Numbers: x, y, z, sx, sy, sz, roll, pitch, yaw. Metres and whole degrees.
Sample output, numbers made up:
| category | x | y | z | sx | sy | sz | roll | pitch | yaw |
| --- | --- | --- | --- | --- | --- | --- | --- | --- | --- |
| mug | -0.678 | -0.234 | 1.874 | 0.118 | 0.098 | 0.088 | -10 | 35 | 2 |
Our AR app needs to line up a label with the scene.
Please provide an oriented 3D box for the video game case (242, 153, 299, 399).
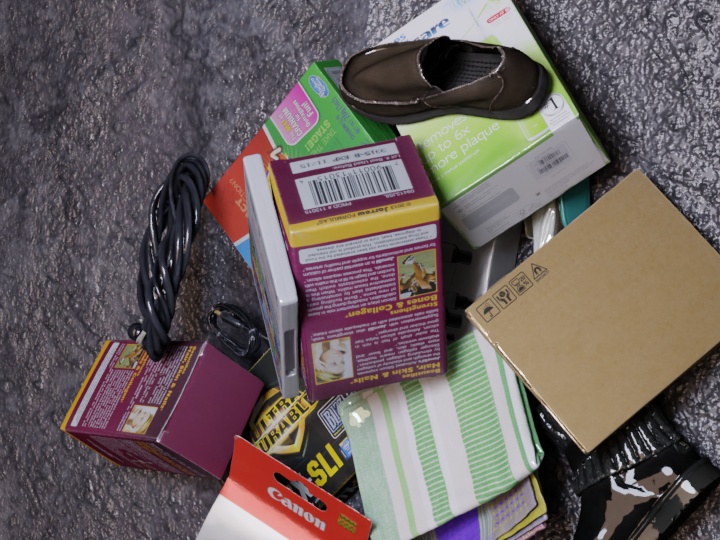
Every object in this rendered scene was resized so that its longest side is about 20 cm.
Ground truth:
| category | x | y | z | sx | sy | sz | roll | pitch | yaw |
| --- | --- | --- | --- | --- | --- | --- | --- | --- | --- |
| video game case | -0.078 | 0.010 | 1.342 | 0.018 | 0.200 | 0.144 | -12 | 64 | -8 |

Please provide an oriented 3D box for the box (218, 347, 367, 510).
| category | x | y | z | sx | sy | sz | roll | pitch | yaw |
| --- | --- | --- | --- | --- | --- | --- | --- | --- | --- |
| box | -0.061 | 0.162 | 1.520 | 0.200 | 0.049 | 0.160 | -46 | 67 | 22 |

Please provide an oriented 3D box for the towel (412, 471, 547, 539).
| category | x | y | z | sx | sy | sz | roll | pitch | yaw |
| --- | --- | --- | --- | --- | --- | --- | --- | --- | --- |
| towel | 0.093 | 0.199 | 1.393 | 0.200 | 0.023 | 0.145 | -39 | 51 | 40 |

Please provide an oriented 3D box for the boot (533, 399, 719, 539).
| category | x | y | z | sx | sy | sz | roll | pitch | yaw |
| --- | --- | --- | --- | --- | --- | --- | --- | --- | --- |
| boot | 0.197 | 0.189 | 1.330 | 0.158 | 0.079 | 0.211 | 46 | 103 | 21 |

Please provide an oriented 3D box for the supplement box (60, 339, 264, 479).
| category | x | y | z | sx | sy | sz | roll | pitch | yaw |
| --- | --- | --- | --- | --- | --- | --- | --- | --- | --- |
| supplement box | -0.201 | 0.137 | 1.534 | 0.199 | 0.086 | 0.111 | -2 | 57 | 51 |

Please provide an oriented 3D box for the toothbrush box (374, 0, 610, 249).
| category | x | y | z | sx | sy | sz | roll | pitch | yaw |
| --- | --- | --- | --- | --- | --- | --- | --- | --- | --- |
| toothbrush box | 0.109 | -0.145 | 1.353 | 0.145 | 0.086 | 0.201 | -32 | 52 | 12 |

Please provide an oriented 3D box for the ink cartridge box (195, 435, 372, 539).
| category | x | y | z | sx | sy | sz | roll | pitch | yaw |
| --- | --- | --- | --- | --- | --- | --- | --- | --- | --- |
| ink cartridge box | -0.080 | 0.272 | 1.455 | 0.162 | 0.050 | 0.201 | 30 | 137 | 17 |

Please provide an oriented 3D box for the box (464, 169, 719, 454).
| category | x | y | z | sx | sy | sz | roll | pitch | yaw |
| --- | --- | --- | --- | --- | --- | --- | --- | --- | --- |
| box | 0.215 | 0.034 | 1.299 | 0.200 | 0.021 | 0.164 | -39 | 73 | -6 |

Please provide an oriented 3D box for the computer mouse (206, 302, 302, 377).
| category | x | y | z | sx | sy | sz | roll | pitch | yaw |
| --- | --- | --- | --- | --- | --- | --- | --- | --- | --- |
| computer mouse | -0.077 | 0.070 | 1.487 | 0.199 | 0.034 | 0.059 | 14 | 95 | 32 |

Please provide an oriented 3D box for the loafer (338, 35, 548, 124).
| category | x | y | z | sx | sy | sz | roll | pitch | yaw |
| --- | --- | --- | --- | --- | --- | --- | --- | --- | --- |
| loafer | 0.061 | -0.173 | 1.295 | 0.199 | 0.071 | 0.074 | 2 | 66 | 32 |

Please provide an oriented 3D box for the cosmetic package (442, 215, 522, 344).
| category | x | y | z | sx | sy | sz | roll | pitch | yaw |
| --- | --- | --- | --- | --- | --- | --- | --- | --- | --- |
| cosmetic package | 0.102 | -0.025 | 1.421 | 0.082 | 0.051 | 0.202 | 11 | 94 | 32 |

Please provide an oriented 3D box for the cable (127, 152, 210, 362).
| category | x | y | z | sx | sy | sz | roll | pitch | yaw |
| --- | --- | --- | --- | --- | --- | --- | --- | --- | --- |
| cable | -0.190 | -0.017 | 1.477 | 0.050 | 0.163 | 0.202 | 15 | 96 | -9 |

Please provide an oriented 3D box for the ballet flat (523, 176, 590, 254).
| category | x | y | z | sx | sy | sz | roll | pitch | yaw |
| --- | --- | --- | --- | --- | --- | --- | --- | --- | --- |
| ballet flat | 0.177 | -0.021 | 1.372 | 0.069 | 0.069 | 0.202 | -8 | 79 | 32 |

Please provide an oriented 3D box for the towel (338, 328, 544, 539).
| category | x | y | z | sx | sy | sz | roll | pitch | yaw |
| --- | --- | --- | --- | --- | --- | --- | --- | --- | --- |
| towel | 0.069 | 0.148 | 1.373 | 0.199 | 0.023 | 0.154 | -31 | 61 | 32 |

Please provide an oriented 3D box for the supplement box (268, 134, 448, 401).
| category | x | y | z | sx | sy | sz | roll | pitch | yaw |
| --- | --- | --- | --- | --- | --- | --- | --- | --- | --- |
| supplement box | 0.000 | 0.000 | 1.315 | 0.104 | 0.130 | 0.201 | -110 | 12 | -48 |

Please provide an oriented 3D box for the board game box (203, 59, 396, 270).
| category | x | y | z | sx | sy | sz | roll | pitch | yaw |
| --- | --- | --- | --- | --- | --- | --- | --- | --- | --- |
| board game box | -0.045 | -0.075 | 1.441 | 0.153 | 0.040 | 0.200 | 53 | 124 | 16 |
